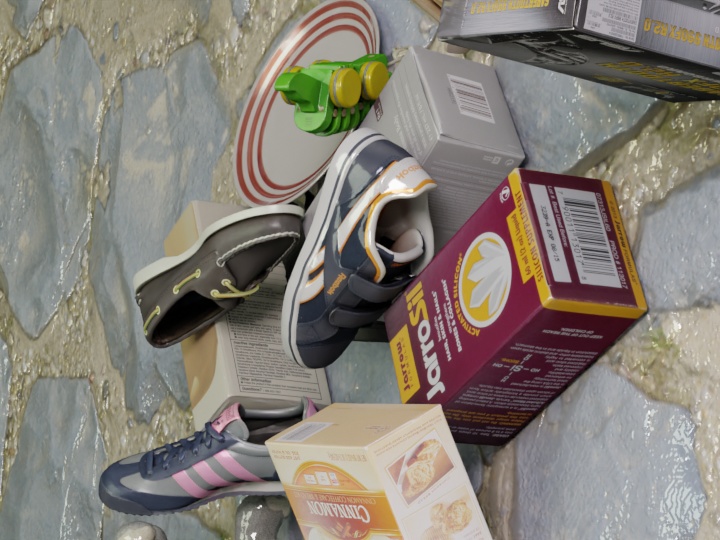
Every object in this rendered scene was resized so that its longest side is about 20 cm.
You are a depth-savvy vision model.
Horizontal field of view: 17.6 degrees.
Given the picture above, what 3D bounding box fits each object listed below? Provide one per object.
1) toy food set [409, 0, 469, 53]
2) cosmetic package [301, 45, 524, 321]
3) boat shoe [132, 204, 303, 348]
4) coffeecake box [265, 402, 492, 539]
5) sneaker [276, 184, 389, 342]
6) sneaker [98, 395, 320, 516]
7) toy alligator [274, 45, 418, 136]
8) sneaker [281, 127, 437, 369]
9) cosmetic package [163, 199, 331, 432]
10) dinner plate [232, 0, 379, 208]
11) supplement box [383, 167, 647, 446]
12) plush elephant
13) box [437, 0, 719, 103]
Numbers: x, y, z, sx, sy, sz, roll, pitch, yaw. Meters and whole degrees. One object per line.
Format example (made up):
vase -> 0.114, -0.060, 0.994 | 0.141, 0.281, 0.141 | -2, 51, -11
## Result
toy food set -> 0.054, -0.274, 1.853 | 0.200, 0.060, 0.144 | 49, 125, 54
cosmetic package -> 0.038, -0.062, 1.808 | 0.200, 0.090, 0.107 | -55, 37, 34
boat shoe -> -0.112, 0.005, 1.905 | 0.201, 0.071, 0.061 | -30, 60, 44
coffeecake box -> 0.028, 0.202, 1.693 | 0.153, 0.073, 0.201 | -5, 109, 60
sneaker -> -0.023, -0.006, 1.928 | 0.200, 0.060, 0.105 | -159, 75, -64
sneaker -> -0.122, 0.146, 1.923 | 0.070, 0.198, 0.082 | -106, 8, -53
toy alligator -> -0.005, -0.139, 1.828 | 0.059, 0.200, 0.055 | 5, 104, 31
sneaker -> 0.000, 0.000, 1.730 | 0.079, 0.078, 0.201 | 34, 124, 29
cosmetic package -> -0.100, 0.045, 2.009 | 0.071, 0.105, 0.201 | -49, 42, 44
dinner plate -> -0.042, -0.140, 1.991 | 0.200, 0.024, 0.201 | -37, 38, 36
supplement box -> 0.106, 0.030, 1.668 | 0.200, 0.085, 0.111 | -49, 44, 45
plush elephant -> -0.092, 0.280, 1.890 | 0.154, 0.164, 0.202 | -15, 79, 56
box -> 0.173, -0.150, 1.477 | 0.158, 0.199, 0.049 | 4, 83, 60
